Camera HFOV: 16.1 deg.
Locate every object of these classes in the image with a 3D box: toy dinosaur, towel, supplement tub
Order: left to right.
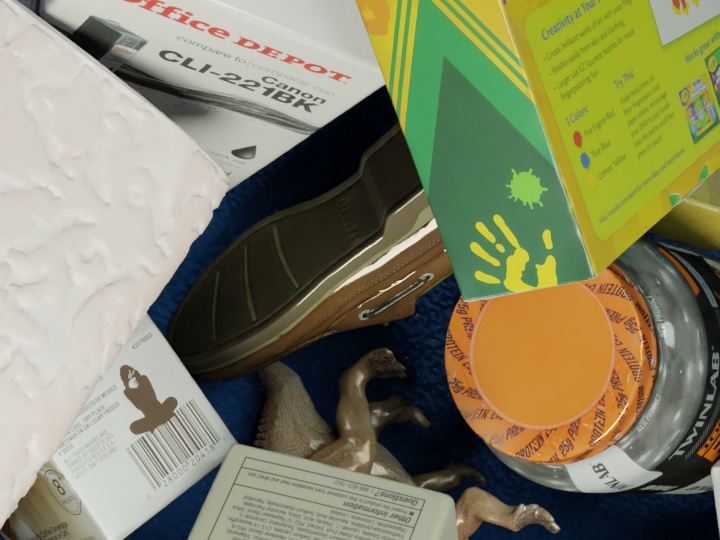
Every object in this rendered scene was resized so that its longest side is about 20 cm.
[{"bbox_3d":[-0.175,-0.020,1.034,0.191,0.032,0.200,38,63,-11],"label":"towel"},{"bbox_3d":[-0.003,0.124,1.186,0.136,0.086,0.200,-43,87,-10],"label":"toy dinosaur"},{"bbox_3d":[0.123,0.044,1.198,0.200,0.122,0.123,9,67,-63],"label":"supplement tub"}]

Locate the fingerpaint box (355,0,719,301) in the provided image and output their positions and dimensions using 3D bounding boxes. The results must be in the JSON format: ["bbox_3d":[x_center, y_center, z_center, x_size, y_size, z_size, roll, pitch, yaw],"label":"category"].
[{"bbox_3d":[0.089,-0.103,1.103,0.200,0.073,0.167,-38,112,-51],"label":"fingerpaint box"}]

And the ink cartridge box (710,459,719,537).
[{"bbox_3d":[0.237,0.155,1.245,0.161,0.050,0.201,-32,117,-48],"label":"ink cartridge box"}]

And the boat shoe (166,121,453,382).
[{"bbox_3d":[0.000,0.000,1.172,0.068,0.200,0.072,36,31,-37],"label":"boat shoe"}]

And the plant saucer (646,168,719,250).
[{"bbox_3d":[0.113,-0.089,1.274,0.199,0.049,0.200,17,37,-13],"label":"plant saucer"}]

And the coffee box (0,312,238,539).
[{"bbox_3d":[-0.155,0.026,1.113,0.080,0.114,0.200,-36,93,-29],"label":"coffee box"}]

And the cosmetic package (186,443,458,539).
[{"bbox_3d":[-0.037,0.176,1.017,0.103,0.073,0.200,13,53,16],"label":"cosmetic package"}]

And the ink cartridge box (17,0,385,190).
[{"bbox_3d":[-0.079,-0.117,1.142,0.144,0.200,0.084,19,68,-21],"label":"ink cartridge box"}]
